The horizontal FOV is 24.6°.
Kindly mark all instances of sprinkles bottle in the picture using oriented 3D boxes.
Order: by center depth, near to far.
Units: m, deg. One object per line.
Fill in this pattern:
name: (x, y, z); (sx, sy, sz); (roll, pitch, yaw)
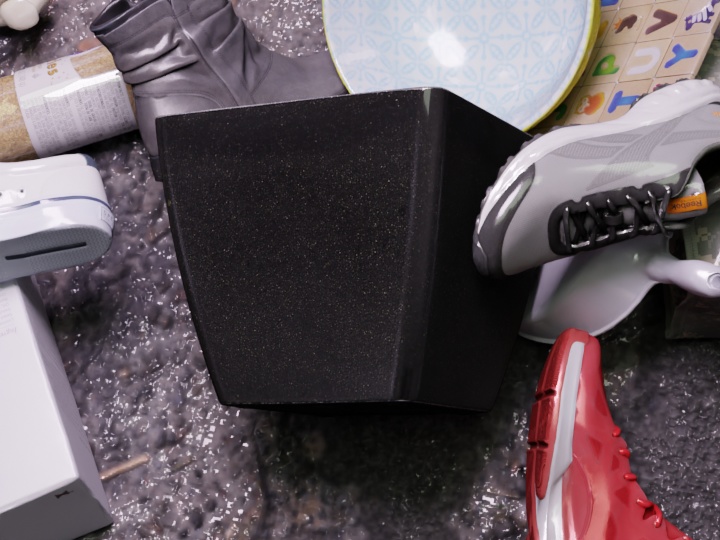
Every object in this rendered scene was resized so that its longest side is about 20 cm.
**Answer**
sprinkles bottle: (-0.194, -0.127, 1.196); (0.198, 0.068, 0.069); (-18, 66, -3)

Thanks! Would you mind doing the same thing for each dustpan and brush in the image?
dustpan and brush: (0.169, -0.009, 1.052); (0.057, 0.200, 0.141); (24, 88, -16)

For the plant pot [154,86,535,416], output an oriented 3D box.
plant pot: (0.000, 0.000, 1.041); (0.197, 0.199, 0.180); (-4, 80, 27)

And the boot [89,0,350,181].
boot: (-0.081, -0.156, 1.142); (0.199, 0.069, 0.133); (-30, 110, -34)

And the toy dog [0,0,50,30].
toy dog: (-0.307, -0.243, 1.223); (0.192, 0.140, 0.201); (24, 70, 29)

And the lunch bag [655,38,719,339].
lunch bag: (0.278, -0.063, 1.100); (0.162, 0.118, 0.203); (-2, 70, 1)

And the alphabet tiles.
alphabet tiles: (0.159, -0.139, 1.132); (0.199, 0.006, 0.168); (0, 58, 53)

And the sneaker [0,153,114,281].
sneaker: (-0.257, -0.030, 1.056); (0.197, 0.073, 0.071); (-7, 56, -8)

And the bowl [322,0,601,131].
bowl: (0.084, -0.186, 1.148); (0.198, 0.107, 0.203); (4, 100, 26)

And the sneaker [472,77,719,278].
sneaker: (0.155, -0.049, 0.987); (0.198, 0.074, 0.079); (-27, 47, -14)

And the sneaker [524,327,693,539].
sneaker: (0.165, 0.142, 1.047); (0.114, 0.078, 0.203); (6, 85, -2)

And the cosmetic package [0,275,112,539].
cosmetic package: (-0.234, 0.076, 1.094); (0.071, 0.102, 0.202); (-22, 65, -4)
